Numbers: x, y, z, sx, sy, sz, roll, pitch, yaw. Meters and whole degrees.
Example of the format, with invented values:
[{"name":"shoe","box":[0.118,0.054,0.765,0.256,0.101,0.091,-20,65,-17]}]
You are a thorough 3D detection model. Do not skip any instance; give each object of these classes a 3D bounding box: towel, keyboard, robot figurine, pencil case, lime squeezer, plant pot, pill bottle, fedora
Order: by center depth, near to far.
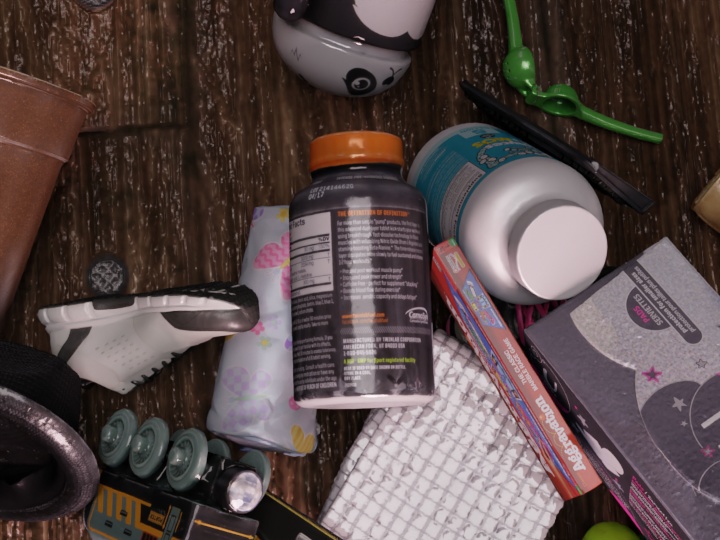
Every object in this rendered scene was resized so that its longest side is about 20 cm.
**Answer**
[{"name":"pill bottle","box":[0.000,0.000,1.017,0.106,0.106,0.201,-1,82,-2]},{"name":"pill bottle","box":[0.114,-0.041,1.043,0.110,0.200,0.111,-5,109,-16]},{"name":"fedora","box":[-0.283,0.110,1.052,0.200,0.201,0.092,16,49,1]},{"name":"plant pot","box":[-0.326,-0.060,1.056,0.200,0.200,0.199,14,88,1]},{"name":"towel","box":[0.071,0.167,1.078,0.165,0.086,0.200,29,81,6]},{"name":"keyboard","box":[0.162,-0.090,1.083,0.127,0.200,0.021,27,101,-35]},{"name":"pencil case","box":[-0.061,0.048,1.093,0.090,0.083,0.201,12,81,-4]},{"name":"robot figurine","box":[0.006,-0.237,1.096,0.150,0.125,0.200,16,111,-15]},{"name":"lime squeezer","box":[0.165,-0.162,1.163,0.200,0.038,0.071,47,52,7]}]

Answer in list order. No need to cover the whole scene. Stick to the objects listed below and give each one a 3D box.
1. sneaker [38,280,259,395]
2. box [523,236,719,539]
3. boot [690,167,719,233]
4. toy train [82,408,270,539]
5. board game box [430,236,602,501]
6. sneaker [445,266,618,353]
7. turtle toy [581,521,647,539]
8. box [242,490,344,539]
[{"name":"sneaker","box":[-0.161,0.054,1.075,0.200,0.074,0.080,-8,91,30]},{"name":"box","box":[0.225,0.100,0.961,0.132,0.115,0.200,-33,64,-7]},{"name":"boot","box":[0.405,-0.056,1.132,0.200,0.066,0.175,40,82,6]},{"name":"toy train","box":[-0.145,0.173,1.024,0.085,0.200,0.114,26,77,-36]},{"name":"board game box","box":[0.109,0.075,1.000,0.019,0.103,0.200,-30,79,-4]},{"name":"sneaker","box":[0.168,0.033,1.098,0.199,0.087,0.074,-5,81,-2]},{"name":"turtle toy","box":[0.251,0.206,1.034,0.200,0.146,0.101,-29,110,-6]},{"name":"box","box":[-0.088,0.246,1.014,0.049,0.200,0.160,37,81,-39]}]
